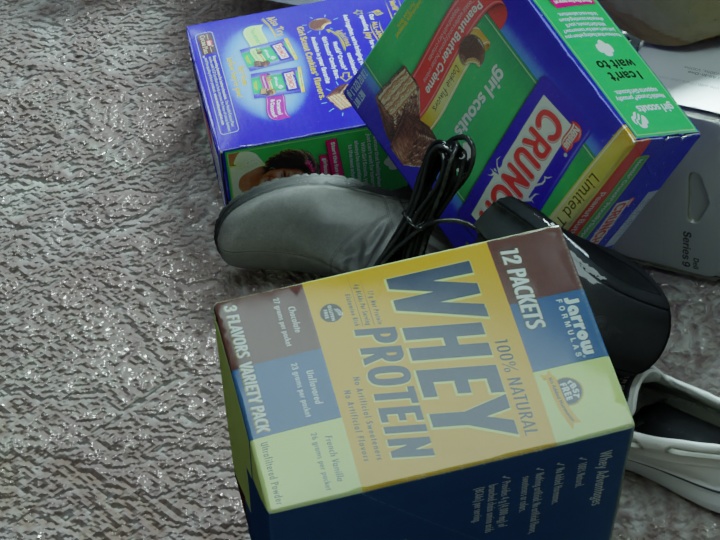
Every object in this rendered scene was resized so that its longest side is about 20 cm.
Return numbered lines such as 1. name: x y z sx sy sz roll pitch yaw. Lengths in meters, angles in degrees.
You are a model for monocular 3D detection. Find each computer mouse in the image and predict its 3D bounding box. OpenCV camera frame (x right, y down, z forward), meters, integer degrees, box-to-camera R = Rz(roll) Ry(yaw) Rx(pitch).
1. computer mouse: 0.086 0.022 1.366 0.200 0.141 0.046 39 24 21

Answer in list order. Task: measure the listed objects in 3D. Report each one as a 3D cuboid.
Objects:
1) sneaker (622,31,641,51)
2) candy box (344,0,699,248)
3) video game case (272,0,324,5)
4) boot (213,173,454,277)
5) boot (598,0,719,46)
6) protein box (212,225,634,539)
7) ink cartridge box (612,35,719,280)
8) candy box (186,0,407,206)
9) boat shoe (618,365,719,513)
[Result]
1. sneaker: 0.168 -0.122 1.596 0.114 0.076 0.200 -19 41 -10
2. candy box: 0.101 -0.103 1.435 0.077 0.169 0.200 -13 58 -44
3. video game case: -0.024 -0.281 1.763 0.199 0.023 0.182 9 53 -14
4. boot: 0.000 0.000 1.486 0.199 0.070 0.132 -5 44 1
5. boot: 0.251 -0.206 1.478 0.201 0.071 0.144 21 42 24
6. protein box: 0.033 0.102 1.251 0.199 0.199 0.135 -13 58 -8
7. ink cartridge box: 0.245 -0.114 1.526 0.087 0.146 0.200 12 45 20
8. candy box: -0.016 -0.125 1.623 0.199 0.077 0.169 -12 41 -5
9. boat shoe: 0.171 0.085 1.372 0.199 0.065 0.074 17 47 24
